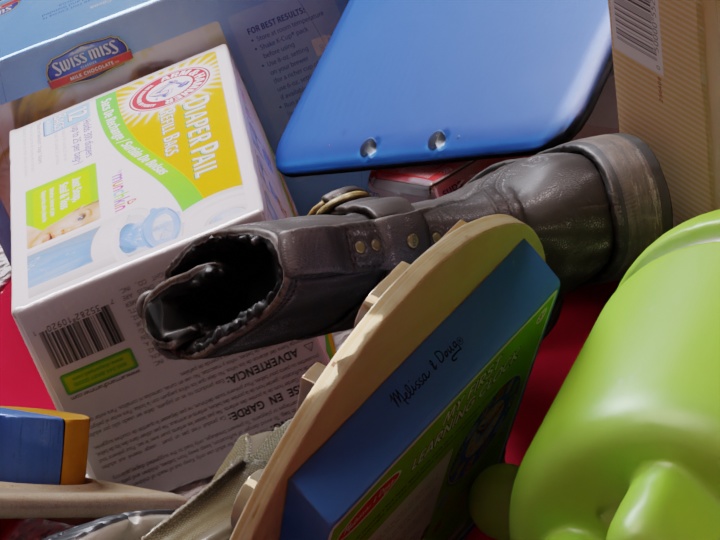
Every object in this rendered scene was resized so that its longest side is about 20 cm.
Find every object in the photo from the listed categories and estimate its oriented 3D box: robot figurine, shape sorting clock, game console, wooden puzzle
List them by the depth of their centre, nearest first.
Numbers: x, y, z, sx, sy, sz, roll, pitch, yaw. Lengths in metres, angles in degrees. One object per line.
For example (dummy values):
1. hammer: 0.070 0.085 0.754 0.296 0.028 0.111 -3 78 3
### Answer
1. robot figurine: 0.119 0.058 0.959 0.175 0.116 0.200 -45 8 41
2. shape sorting clock: 0.002 0.071 0.964 0.039 0.200 0.200 32 49 16
3. wooden puzzle: -0.187 0.068 1.147 0.200 0.046 0.185 11 -4 -44
4. game console: 0.085 -0.099 1.256 0.170 0.119 0.200 2 -2 -38

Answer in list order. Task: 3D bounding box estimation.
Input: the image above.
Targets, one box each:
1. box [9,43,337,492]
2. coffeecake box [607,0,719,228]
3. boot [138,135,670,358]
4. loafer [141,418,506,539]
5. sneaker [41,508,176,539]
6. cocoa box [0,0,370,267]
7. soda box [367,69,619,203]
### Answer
1. box: -0.080 -0.002 1.269 0.112 0.102 0.200 -22 25 2
2. coffeecake box: 0.194 -0.084 1.092 0.199 0.154 0.073 -22 32 -23
3. boot: 0.000 0.000 1.081 0.174 0.069 0.200 -12 -11 -26
4. loafer: -0.030 0.100 1.062 0.067 0.076 0.200 4 26 46
5. sneaker: -0.111 0.138 1.050 0.077 0.080 0.200 -22 1 38
6. cocoa box: -0.088 -0.089 1.411 0.199 0.134 0.131 -21 25 4
7. soda box: 0.104 -0.057 1.257 0.200 0.070 0.063 -32 21 -20
